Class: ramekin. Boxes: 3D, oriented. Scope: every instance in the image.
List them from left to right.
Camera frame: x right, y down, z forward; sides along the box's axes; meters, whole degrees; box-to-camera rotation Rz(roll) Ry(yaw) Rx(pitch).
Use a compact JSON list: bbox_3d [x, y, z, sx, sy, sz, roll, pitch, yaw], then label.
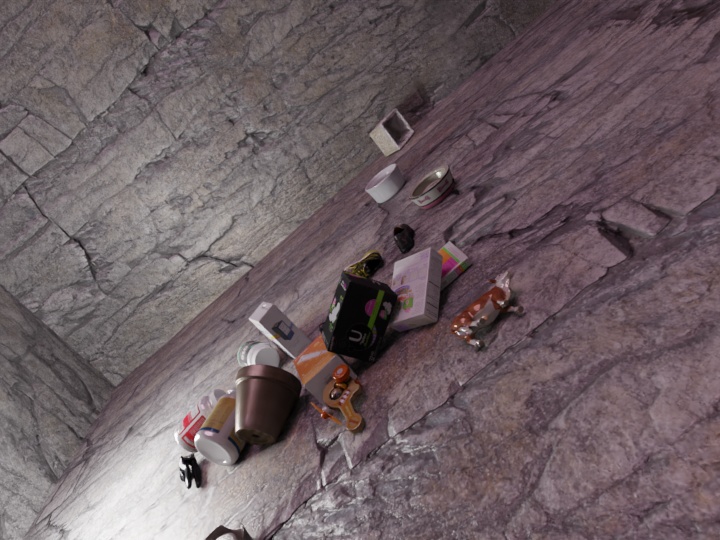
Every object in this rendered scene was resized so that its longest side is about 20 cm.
[{"bbox_3d":[0.128,-0.428,2.670,0.199,0.098,0.201,-36,19,15],"label":"ramekin"}]

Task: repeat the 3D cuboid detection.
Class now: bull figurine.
[{"bbox_3d":[0.290,0.086,1.210,0.200,0.065,0.121,-44,15,-2],"label":"bull figurine"}]

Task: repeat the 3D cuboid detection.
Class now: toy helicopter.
[{"bbox_3d":[-0.046,0.337,1.336,0.131,0.079,0.200,-36,30,-3],"label":"toy helicopter"}]

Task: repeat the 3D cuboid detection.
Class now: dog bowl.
[{"bbox_3d":[-0.309,0.654,1.176,0.199,0.059,0.201,-37,18,14],"label":"dog bowl"},{"bbox_3d":[0.290,-0.326,2.141,0.199,0.074,0.201,-37,18,14],"label":"dog bowl"}]

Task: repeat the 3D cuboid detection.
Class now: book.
[{"bbox_3d":[0.218,0.015,1.561,0.199,0.048,0.134,-41,21,4],"label":"book"}]

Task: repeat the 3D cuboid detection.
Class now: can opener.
[{"bbox_3d":[-0.533,0.638,1.701,0.062,0.080,0.199,-6,5,-27],"label":"can opener"}]

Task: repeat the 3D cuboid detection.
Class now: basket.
[{"bbox_3d":[0.191,-0.859,3.362,0.160,0.201,0.199,-19,28,54],"label":"basket"}]

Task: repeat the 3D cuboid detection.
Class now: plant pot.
[{"bbox_3d":[-0.281,0.395,1.542,0.198,0.199,0.176,-26,39,38],"label":"plant pot"}]

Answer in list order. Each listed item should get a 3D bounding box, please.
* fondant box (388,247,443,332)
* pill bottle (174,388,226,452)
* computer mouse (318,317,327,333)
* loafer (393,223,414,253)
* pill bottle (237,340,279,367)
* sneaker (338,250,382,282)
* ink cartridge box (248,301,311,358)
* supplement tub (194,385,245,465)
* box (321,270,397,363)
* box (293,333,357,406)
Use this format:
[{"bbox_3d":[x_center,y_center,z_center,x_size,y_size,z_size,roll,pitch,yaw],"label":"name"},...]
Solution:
[{"bbox_3d":[0.150,0.054,1.481,0.143,0.058,0.203,-23,47,46],"label":"fondant box"},{"bbox_3d":[-0.511,0.491,1.771,0.200,0.112,0.112,-47,17,10],"label":"pill bottle"},{"bbox_3d":[-0.062,0.158,1.824,0.110,0.044,0.199,-48,13,-33],"label":"computer mouse"},{"bbox_3d":[0.155,-0.139,1.995,0.072,0.072,0.201,-38,18,13],"label":"loafer"},{"bbox_3d":[-0.374,0.321,1.980,0.113,0.113,0.199,-49,19,-22],"label":"pill bottle"},{"bbox_3d":[0.000,0.000,1.997,0.200,0.075,0.085,-43,18,-2],"label":"sneaker"},{"bbox_3d":[-0.287,0.211,1.908,0.088,0.201,0.145,-47,19,-19],"label":"ink cartridge box"},{"bbox_3d":[-0.396,0.469,1.638,0.143,0.145,0.201,-27,23,38],"label":"supplement tub"},{"bbox_3d":[-0.006,0.126,1.484,0.124,0.146,0.203,-131,59,-72],"label":"box"},{"bbox_3d":[-0.105,0.281,1.536,0.124,0.098,0.200,-43,18,-6],"label":"box"}]
